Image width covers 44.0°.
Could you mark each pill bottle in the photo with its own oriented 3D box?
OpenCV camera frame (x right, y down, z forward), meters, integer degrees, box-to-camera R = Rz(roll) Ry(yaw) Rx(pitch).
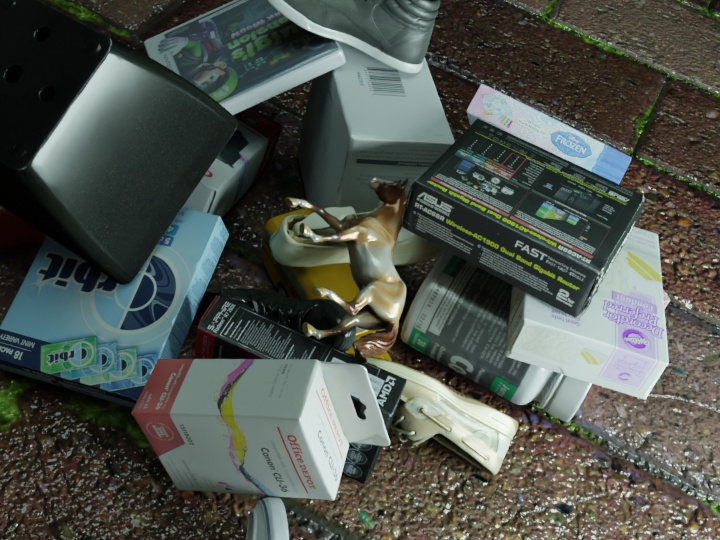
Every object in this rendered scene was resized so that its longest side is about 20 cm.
[{"bbox_3d":[0.153,0.072,0.957,0.199,0.113,0.113,28,49,11],"label":"pill bottle"}]

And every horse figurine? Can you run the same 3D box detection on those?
[{"bbox_3d":[0.000,0.000,0.862,0.132,0.050,0.201,5,65,-35],"label":"horse figurine"}]

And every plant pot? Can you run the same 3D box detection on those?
[{"bbox_3d":[-0.269,-0.139,0.824,0.199,0.177,0.200,30,81,20],"label":"plant pot"}]

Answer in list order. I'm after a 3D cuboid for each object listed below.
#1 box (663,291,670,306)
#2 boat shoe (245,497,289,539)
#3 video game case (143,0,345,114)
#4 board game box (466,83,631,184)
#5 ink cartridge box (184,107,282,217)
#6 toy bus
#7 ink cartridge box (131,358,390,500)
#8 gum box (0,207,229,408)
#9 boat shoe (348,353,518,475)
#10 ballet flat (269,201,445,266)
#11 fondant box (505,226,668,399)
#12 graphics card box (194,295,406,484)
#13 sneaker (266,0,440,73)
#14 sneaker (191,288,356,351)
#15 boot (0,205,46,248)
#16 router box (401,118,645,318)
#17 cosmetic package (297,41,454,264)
[{"bbox_3d":[0.254,0.002,1.053,0.094,0.103,0.200,-11,52,-24],"label":"box"},{"bbox_3d":[-0.097,0.281,0.739,0.065,0.074,0.201,10,47,-11],"label":"boat shoe"},{"bbox_3d":[-0.137,-0.249,1.011,0.199,0.023,0.182,-25,49,-3],"label":"video game case"},{"bbox_3d":[0.236,-0.152,1.134,0.198,0.200,0.044,28,91,11],"label":"board game box"},{"bbox_3d":[-0.197,-0.136,1.025,0.145,0.083,0.200,31,33,-1],"label":"ink cartridge box"},{"bbox_3d":[-0.037,0.031,0.968,0.065,0.078,0.200,-17,56,-26],"label":"toy bus"},{"bbox_3d":[-0.084,0.140,0.787,0.199,0.117,0.068,-2,42,19],"label":"ink cartridge box"},{"bbox_3d":[-0.246,0.022,0.884,0.169,0.045,0.201,13,66,13],"label":"gum box"},{"bbox_3d":[0.061,0.142,0.886,0.199,0.072,0.065,26,77,-12],"label":"boat shoe"},{"bbox_3d":[0.005,-0.040,0.938,0.199,0.070,0.070,-7,51,-15],"label":"ballet flat"},{"bbox_3d":[0.231,0.022,0.910,0.144,0.058,0.200,17,43,0],"label":"fondant box"},{"bbox_3d":[-0.065,0.116,0.855,0.199,0.126,0.051,23,45,6],"label":"graphics card box"},{"bbox_3d":[-0.005,-0.296,0.953,0.199,0.099,0.071,21,35,-12],"label":"sneaker"},{"bbox_3d":[-0.106,0.051,0.905,0.104,0.060,0.199,-2,10,-44],"label":"sneaker"},{"bbox_3d":[-0.299,-0.043,0.974,0.199,0.073,0.144,-24,61,-35],"label":"boot"},{"bbox_3d":[0.163,-0.057,0.884,0.199,0.062,0.150,28,43,16],"label":"router box"},{"bbox_3d":[0.009,-0.143,1.049,0.122,0.200,0.200,1,49,-16],"label":"cosmetic package"}]
